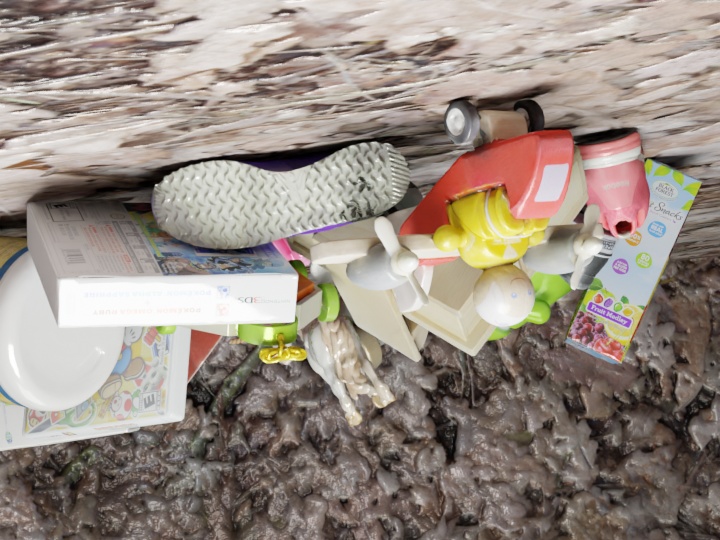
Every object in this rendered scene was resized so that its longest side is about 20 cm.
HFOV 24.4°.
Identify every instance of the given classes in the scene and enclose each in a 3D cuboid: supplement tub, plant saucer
[{"bbox_3d":[-0.320,0.041,1.458,0.200,0.145,0.144,6,-175,39],"label":"supplement tub"},{"bbox_3d":[-0.131,0.026,1.671,0.037,0.200,0.200,35,162,-3],"label":"plant saucer"}]

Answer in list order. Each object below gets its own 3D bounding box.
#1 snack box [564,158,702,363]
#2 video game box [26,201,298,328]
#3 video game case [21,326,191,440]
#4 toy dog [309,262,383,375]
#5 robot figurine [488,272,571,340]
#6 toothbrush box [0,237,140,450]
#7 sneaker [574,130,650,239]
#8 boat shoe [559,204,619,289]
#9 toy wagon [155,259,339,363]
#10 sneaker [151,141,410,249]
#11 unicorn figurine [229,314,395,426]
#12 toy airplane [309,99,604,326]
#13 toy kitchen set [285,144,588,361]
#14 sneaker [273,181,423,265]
[{"bbox_3d":[0.280,-0.006,1.729,0.068,0.200,0.169,25,179,7],"label":"snack box"},{"bbox_3d":[-0.161,-0.009,1.310,0.182,0.047,0.200,-3,-161,-17],"label":"video game box"},{"bbox_3d":[-0.225,0.045,1.492,0.182,0.201,0.023,-11,158,34],"label":"video game case"},{"bbox_3d":[0.000,0.000,1.632,0.096,0.201,0.132,21,-161,25],"label":"toy dog"},{"bbox_3d":[0.164,-0.004,1.796,0.200,0.116,0.176,-37,-163,18],"label":"robot figurine"},{"bbox_3d":[-0.305,0.069,1.632,0.145,0.201,0.086,-9,175,0],"label":"toothbrush box"},{"bbox_3d":[0.225,-0.069,1.502,0.074,0.087,0.200,-11,176,10],"label":"sneaker"},{"bbox_3d":[0.188,-0.035,1.575,0.073,0.068,0.199,17,-164,-21],"label":"boat shoe"},{"bbox_3d":[-0.096,0.024,1.363,0.155,0.040,0.200,-4,-162,-25],"label":"toy wagon"},{"bbox_3d":[-0.064,-0.053,1.313,0.199,0.070,0.100,-7,178,-7],"label":"sneaker"},{"bbox_3d":[-0.031,0.080,1.562,0.074,0.138,0.200,-32,176,-26],"label":"unicorn figurine"},{"bbox_3d":[0.077,-0.017,1.209,0.200,0.141,0.199,-24,158,6],"label":"toy airplane"},{"bbox_3d":[0.065,-0.035,1.424,0.200,0.181,0.163,30,162,26],"label":"toy kitchen set"},{"bbox_3d":[-0.022,-0.053,1.520,0.200,0.079,0.095,-15,-160,33],"label":"sneaker"}]
